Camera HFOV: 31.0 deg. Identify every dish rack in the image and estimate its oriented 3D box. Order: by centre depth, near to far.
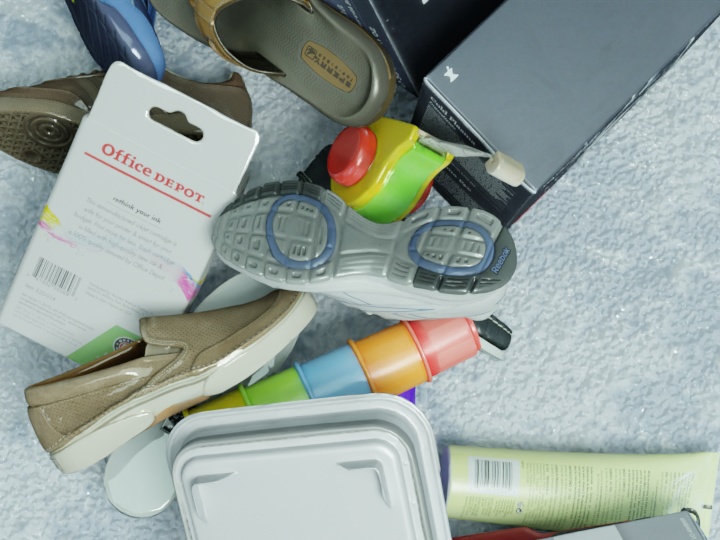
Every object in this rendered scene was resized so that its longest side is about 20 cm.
[{"bbox_3d":[-0.028,0.180,0.797,0.170,0.044,0.202,-7,109,12],"label":"dish rack"}]

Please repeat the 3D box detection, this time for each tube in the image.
[{"bbox_3d":[0.155,0.159,0.923,0.198,0.058,0.052,5,45,-4],"label":"tube"}]

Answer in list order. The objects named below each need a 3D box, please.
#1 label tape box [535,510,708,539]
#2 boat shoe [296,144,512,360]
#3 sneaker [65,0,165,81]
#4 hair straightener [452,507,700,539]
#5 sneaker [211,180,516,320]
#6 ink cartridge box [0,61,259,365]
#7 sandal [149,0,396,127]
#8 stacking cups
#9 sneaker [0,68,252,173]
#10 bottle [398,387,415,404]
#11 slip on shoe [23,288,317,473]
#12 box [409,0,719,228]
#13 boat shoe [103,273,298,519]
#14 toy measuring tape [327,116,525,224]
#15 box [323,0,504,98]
[{"bbox_3d":[0.131,0.248,0.854,0.198,0.066,0.144,-10,120,-9],"label":"label tape box"},{"bbox_3d":[0.035,-0.014,0.930,0.199,0.076,0.060,38,87,3],"label":"boat shoe"},{"bbox_3d":[-0.173,-0.212,0.935,0.082,0.074,0.201,-18,60,-19],"label":"sneaker"},{"bbox_3d":[0.140,0.202,0.908,0.198,0.077,0.041,-15,46,4],"label":"hair straightener"},{"bbox_3d":[0.000,0.000,0.829,0.198,0.087,0.075,12,63,13],"label":"sneaker"},{"bbox_3d":[-0.152,-0.034,0.889,0.116,0.067,0.201,27,105,-3],"label":"ink cartridge box"},{"bbox_3d":[-0.067,-0.156,0.844,0.200,0.054,0.082,39,123,17],"label":"sandal"},{"bbox_3d":[-0.018,0.074,0.862,0.199,0.061,0.061,-26,82,-10],"label":"stacking cups"},{"bbox_3d":[-0.177,-0.116,0.954,0.198,0.071,0.076,6,55,1],"label":"sneaker"},{"bbox_3d":[0.004,0.158,0.896,0.065,0.083,0.202,16,75,-33],"label":"bottle"},{"bbox_3d":[-0.123,0.055,0.846,0.199,0.076,0.061,-30,101,-3],"label":"slip on shoe"},{"bbox_3d":[0.136,-0.134,0.900,0.200,0.182,0.104,-44,85,-8],"label":"box"},{"bbox_3d":[-0.111,0.083,0.913,0.071,0.064,0.201,37,80,2],"label":"boat shoe"},{"bbox_3d":[0.031,-0.057,0.836,0.073,0.200,0.074,-8,107,-27],"label":"toy measuring tape"},{"bbox_3d":[-0.015,-0.250,0.871,0.123,0.200,0.198,-45,53,-8],"label":"box"}]
